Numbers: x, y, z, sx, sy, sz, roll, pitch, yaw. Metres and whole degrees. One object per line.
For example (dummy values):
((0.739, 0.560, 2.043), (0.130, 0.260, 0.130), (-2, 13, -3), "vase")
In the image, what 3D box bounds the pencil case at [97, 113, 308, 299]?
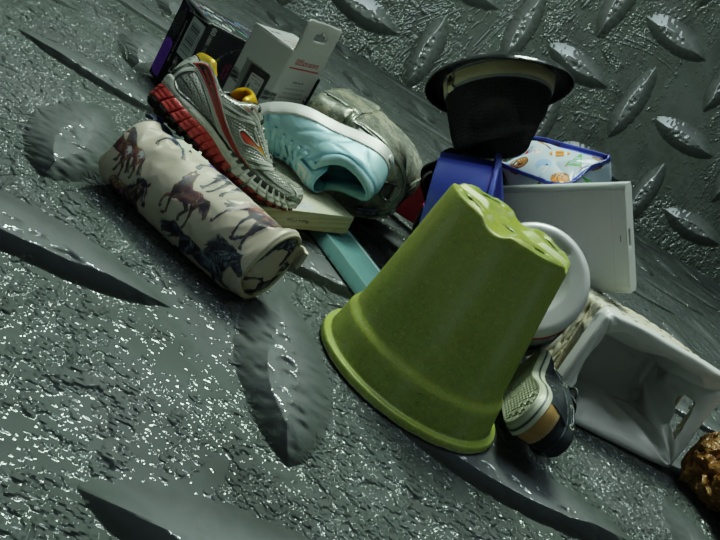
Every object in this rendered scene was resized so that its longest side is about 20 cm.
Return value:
((-0.142, -0.057, 0.807), (0.199, 0.079, 0.089), (39, 43, 17), "pencil case")

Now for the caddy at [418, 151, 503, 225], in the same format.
((0.125, -0.052, 1.108), (0.103, 0.204, 0.142), (16, 16, 3), "caddy")

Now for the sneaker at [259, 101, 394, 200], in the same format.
((-0.061, -0.140, 1.066), (0.196, 0.075, 0.083), (17, 50, 10), "sneaker")

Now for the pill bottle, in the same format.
((0.179, 0.032, 0.999), (0.119, 0.120, 0.200), (36, -11, 9), "pill bottle")

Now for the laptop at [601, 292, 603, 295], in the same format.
((0.226, 0.004, 1.277), (0.178, 0.196, 0.105), (-83, 151, -70), "laptop")

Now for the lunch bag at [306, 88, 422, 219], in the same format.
((-0.001, -0.148, 1.204), (0.166, 0.141, 0.200), (29, 16, 6), "lunch bag")

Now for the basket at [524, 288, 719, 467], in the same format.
((0.314, 0.122, 1.081), (0.197, 0.137, 0.124), (27, 14, -18), "basket")

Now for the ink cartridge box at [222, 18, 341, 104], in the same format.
((-0.115, -0.246, 1.159), (0.066, 0.202, 0.116), (35, 17, 13), "ink cartridge box")

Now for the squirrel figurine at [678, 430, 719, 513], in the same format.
((0.476, 0.272, 1.026), (0.196, 0.143, 0.188), (9, 36, -24), "squirrel figurine")

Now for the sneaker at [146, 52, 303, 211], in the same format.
((-0.117, -0.133, 0.892), (0.077, 0.083, 0.200), (32, -9, 48), "sneaker")

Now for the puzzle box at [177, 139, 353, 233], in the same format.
((-0.114, -0.095, 1.023), (0.198, 0.026, 0.133), (4, 34, -50), "puzzle box")

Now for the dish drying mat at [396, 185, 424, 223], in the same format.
((0.098, -0.100, 1.338), (0.198, 0.078, 0.018), (33, 36, 26), "dish drying mat")

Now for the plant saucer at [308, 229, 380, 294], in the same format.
((0.000, 0.000, 1.023), (0.069, 0.019, 0.201), (19, 24, -39), "plant saucer")

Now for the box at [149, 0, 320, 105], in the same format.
((-0.176, -0.274, 1.254), (0.198, 0.123, 0.106), (17, 22, -41), "box")

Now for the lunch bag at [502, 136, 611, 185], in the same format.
((0.250, -0.089, 1.253), (0.122, 0.173, 0.199), (-25, 32, -23), "lunch bag")

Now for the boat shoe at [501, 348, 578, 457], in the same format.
((0.181, 0.134, 0.901), (0.062, 0.075, 0.200), (44, 12, -1), "boat shoe")

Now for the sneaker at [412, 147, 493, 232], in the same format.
((0.110, -0.104, 1.233), (0.086, 0.201, 0.075), (5, 55, -27), "sneaker")

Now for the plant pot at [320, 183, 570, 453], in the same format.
((0.090, 0.030, 0.824), (0.198, 0.186, 0.201), (29, 18, -10), "plant pot")

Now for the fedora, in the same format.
((0.170, -0.194, 1.107), (0.196, 0.094, 0.201), (3, -9, 0), "fedora")

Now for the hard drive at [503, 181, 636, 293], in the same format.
((0.248, -0.042, 1.131), (0.197, 0.135, 0.026), (2, 14, 38), "hard drive")
